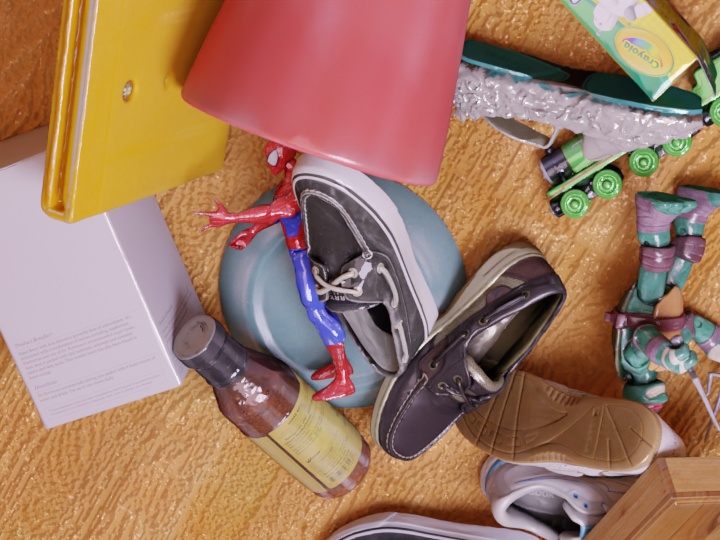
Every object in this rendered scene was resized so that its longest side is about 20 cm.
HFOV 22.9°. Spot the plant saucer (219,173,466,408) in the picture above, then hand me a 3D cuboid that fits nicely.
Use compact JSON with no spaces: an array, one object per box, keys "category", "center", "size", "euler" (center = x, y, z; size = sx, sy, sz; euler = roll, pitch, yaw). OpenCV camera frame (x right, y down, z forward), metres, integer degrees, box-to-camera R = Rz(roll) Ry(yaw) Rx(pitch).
[{"category":"plant saucer","center":[-0.016,0.022,1.390],"size":[0.198,0.036,0.202],"euler":[2,110,4]}]

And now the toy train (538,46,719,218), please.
[{"category":"toy train","center":[0.219,-0.107,1.321],"size":[0.199,0.042,0.057],"euler":[-31,94,15]}]

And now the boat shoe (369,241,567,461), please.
[{"category":"boat shoe","center":[0.082,0.070,1.362],"size":[0.073,0.065,0.201],"euler":[25,105,-37]}]

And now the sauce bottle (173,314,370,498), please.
[{"category":"sauce bottle","center":[-0.067,0.103,1.369],"size":[0.066,0.066,0.200],"euler":[-30,131,14]}]

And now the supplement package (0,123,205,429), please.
[{"category":"supplement package","center":[-0.213,-0.006,1.353],"size":[0.120,0.120,0.202],"euler":[-17,107,13]}]

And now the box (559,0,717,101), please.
[{"category":"box","center":[0.173,-0.194,1.238],"size":[0.200,0.117,0.048],"euler":[45,109,-1]}]

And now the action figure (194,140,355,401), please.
[{"category":"action figure","center":[-0.066,0.000,1.331],"size":[0.098,0.065,0.202],"euler":[-9,109,-2]}]

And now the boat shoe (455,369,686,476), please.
[{"category":"boat shoe","center":[0.159,0.126,1.362],"size":[0.069,0.199,0.071],"euler":[26,80,-44]}]

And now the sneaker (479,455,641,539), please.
[{"category":"sneaker","center":[0.193,0.195,1.406],"size":[0.198,0.087,0.076],"euler":[5,109,2]}]

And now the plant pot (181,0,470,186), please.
[{"category":"plant pot","center":[-0.008,-0.174,1.245],"size":[0.199,0.200,0.179],"euler":[20,99,-2]}]

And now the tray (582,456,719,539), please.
[{"category":"tray","center":[0.227,0.206,1.351],"size":[0.098,0.037,0.201],"euler":[1,144,-23]}]

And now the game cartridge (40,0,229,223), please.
[{"category":"game cartridge","center":[-0.148,-0.139,1.262],"size":[0.032,0.200,0.178],"euler":[19,111,22]}]

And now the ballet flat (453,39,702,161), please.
[{"category":"ballet flat","center":[0.154,-0.117,1.297],"size":[0.198,0.072,0.073],"euler":[17,112,20]}]

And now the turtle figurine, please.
[{"category":"turtle figurine","center":[0.233,0.040,1.330],"size":[0.100,0.150,0.202],"euler":[8,103,21]}]

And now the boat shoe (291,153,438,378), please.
[{"category":"boat shoe","center":[0.000,0.000,1.283],"size":[0.070,0.064,0.201],"euler":[5,142,35]}]

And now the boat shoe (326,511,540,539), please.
[{"category":"boat shoe","center":[0.051,0.242,1.422],"size":[0.198,0.071,0.073],"euler":[-5,122,26]}]
